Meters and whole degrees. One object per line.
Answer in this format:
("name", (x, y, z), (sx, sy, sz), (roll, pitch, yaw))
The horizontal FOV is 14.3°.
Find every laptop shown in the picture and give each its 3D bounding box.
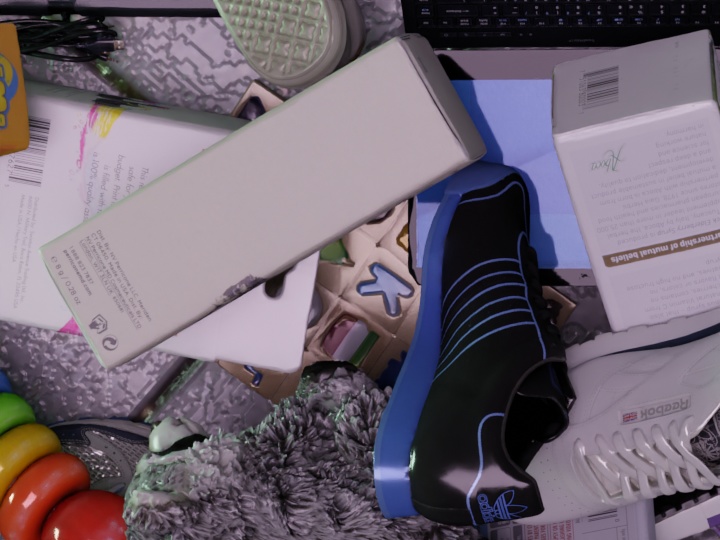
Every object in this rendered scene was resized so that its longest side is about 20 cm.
("laptop", (0.104, -0.090, 1.372), (0.177, 0.200, 0.103), (0, 56, 6))

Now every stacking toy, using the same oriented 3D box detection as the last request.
("stacking toy", (-0.182, 0.091, 1.426), (0.200, 0.085, 0.085), (37, 103, 19))

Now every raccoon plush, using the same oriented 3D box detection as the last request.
("raccoon plush", (-0.021, 0.127, 1.341), (0.200, 0.134, 0.097), (35, 146, 36))

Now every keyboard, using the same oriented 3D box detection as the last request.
("keyboard", (-0.151, -0.151, 1.432), (0.199, 0.040, 0.104), (1, 99, 8))

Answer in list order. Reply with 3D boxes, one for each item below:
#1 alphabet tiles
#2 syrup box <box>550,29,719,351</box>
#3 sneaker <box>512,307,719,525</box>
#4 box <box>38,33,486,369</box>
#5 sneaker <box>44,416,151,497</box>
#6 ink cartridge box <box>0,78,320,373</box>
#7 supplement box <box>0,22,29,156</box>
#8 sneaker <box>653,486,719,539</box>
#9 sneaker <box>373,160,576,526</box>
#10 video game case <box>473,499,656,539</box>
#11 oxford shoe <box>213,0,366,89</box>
("alphabet tiles", (0.000, 0.000, 1.455), (0.200, 0.006, 0.167), (35, 102, 1))
("syrup box", (0.154, -0.004, 1.364), (0.081, 0.079, 0.200), (-13, 118, 12))
("sneaker", (0.141, 0.071, 1.318), (0.200, 0.081, 0.076), (-27, 116, 21))
("box", (-0.045, -0.033, 1.341), (0.200, 0.082, 0.068), (-30, 91, 12))
("sneaker", (-0.090, 0.142, 1.451), (0.200, 0.085, 0.077), (31, 102, 2))
("ink cartridge box", (-0.112, -0.025, 1.427), (0.199, 0.068, 0.115), (11, 99, 8))
("supplement box", (-0.255, -0.071, 1.399), (0.200, 0.066, 0.069), (-15, 82, 38))
("sneaker", (0.145, 0.158, 1.431), (0.200, 0.076, 0.088), (-22, 103, 11))
("sneaker", (0.065, 0.034, 1.330), (0.078, 0.200, 0.070), (3, 145, 18))
("video game case", (0.056, 0.160, 1.387), (0.182, 0.022, 0.200), (-13, 56, 17))
("oxford shoe", (-0.054, -0.171, 1.394), (0.075, 0.058, 0.200), (-32, 69, 18))
